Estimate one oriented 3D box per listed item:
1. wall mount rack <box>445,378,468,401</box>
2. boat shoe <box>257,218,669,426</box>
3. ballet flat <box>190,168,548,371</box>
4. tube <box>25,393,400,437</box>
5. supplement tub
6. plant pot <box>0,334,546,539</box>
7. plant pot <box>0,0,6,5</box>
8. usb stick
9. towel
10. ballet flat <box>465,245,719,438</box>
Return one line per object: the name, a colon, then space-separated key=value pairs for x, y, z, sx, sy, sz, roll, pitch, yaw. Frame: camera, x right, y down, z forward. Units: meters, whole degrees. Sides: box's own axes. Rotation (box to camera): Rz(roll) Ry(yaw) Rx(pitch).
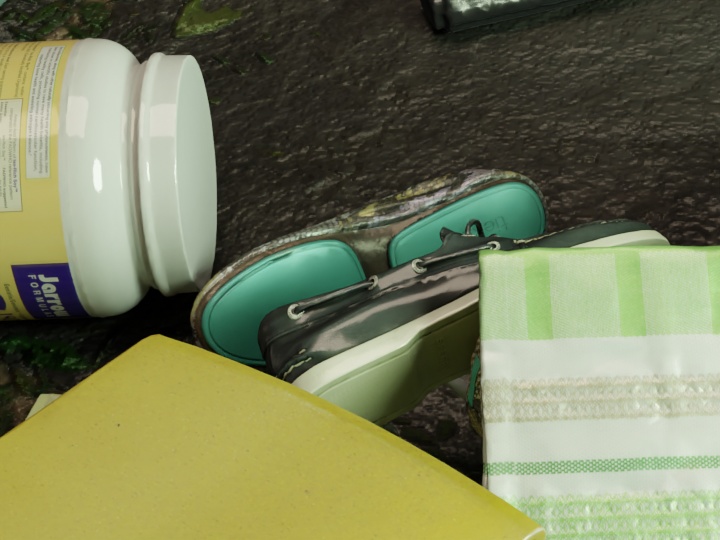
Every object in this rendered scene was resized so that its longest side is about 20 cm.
wall mount rack: x=0.075 y=0.099 z=1.112 sx=0.172 sy=0.075 sz=0.200 roll=7 pitch=40 yaw=17
boat shoe: x=0.044 y=0.011 z=1.110 sx=0.198 sy=0.075 sz=0.066 roll=-26 pitch=56 yaw=-12
ballet flat: x=0.000 y=0.000 z=1.265 sx=0.199 sy=0.072 sz=0.072 roll=-21 pitch=41 yaw=-16
tube: x=-0.080 y=0.091 z=1.170 sx=0.199 sy=0.052 sz=0.058 roll=3 pitch=-3 yaw=20
supplement tub: x=-0.182 y=-0.046 z=1.275 sx=0.198 sy=0.146 sz=0.146 roll=-2 pitch=39 yaw=7
plant pot: x=-0.073 y=0.149 z=0.940 sx=0.176 sy=0.201 sz=0.200 roll=40 pitch=57 yaw=22
plant pot: x=-0.333 y=-0.246 z=1.502 sx=0.195 sy=0.201 sz=0.197 roll=13 pitch=44 yaw=23
usb stick: x=0.134 y=-0.184 z=1.483 sx=0.199 sy=0.033 sz=0.056 roll=-14 pitch=40 yaw=-7
towel: x=0.122 y=0.089 z=1.027 sx=0.148 sy=0.031 sz=0.202 roll=0 pitch=77 yaw=0
ballet flat: x=0.141 y=0.026 z=1.085 sx=0.199 sy=0.076 sz=0.068 roll=-14 pitch=41 yaw=-14
